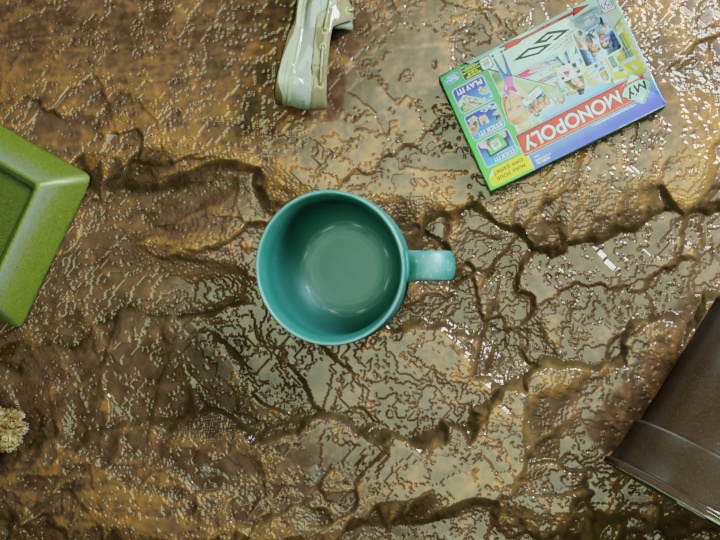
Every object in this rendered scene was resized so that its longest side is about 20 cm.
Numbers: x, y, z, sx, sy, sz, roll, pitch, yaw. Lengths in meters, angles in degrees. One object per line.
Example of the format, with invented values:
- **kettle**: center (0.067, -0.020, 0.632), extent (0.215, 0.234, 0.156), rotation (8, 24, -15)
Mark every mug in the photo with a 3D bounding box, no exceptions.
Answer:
- **mug**: center (-0.009, 0.006, 0.882), extent (0.183, 0.114, 0.153), rotation (32, 94, 8)

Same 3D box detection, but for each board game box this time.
- **board game box**: center (0.198, -0.186, 0.894), extent (0.198, 0.029, 0.136), rotation (-26, 84, 8)

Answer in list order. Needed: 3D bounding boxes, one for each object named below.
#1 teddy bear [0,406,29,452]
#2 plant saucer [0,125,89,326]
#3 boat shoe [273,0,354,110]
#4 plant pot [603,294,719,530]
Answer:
- **teddy bear**: center (-0.479, 0.158, 0.981), extent (0.144, 0.067, 0.201), rotation (-35, 85, 5)
- **plant saucer**: center (-0.445, -0.067, 0.988), extent (0.198, 0.048, 0.202), rotation (28, 94, 9)
- **boat shoe**: center (-0.040, -0.270, 0.919), extent (0.065, 0.074, 0.203), rotation (15, 93, -4)
- **plant pot**: center (0.360, 0.141, 0.791), extent (0.198, 0.200, 0.200), rotation (28, 85, 8)
